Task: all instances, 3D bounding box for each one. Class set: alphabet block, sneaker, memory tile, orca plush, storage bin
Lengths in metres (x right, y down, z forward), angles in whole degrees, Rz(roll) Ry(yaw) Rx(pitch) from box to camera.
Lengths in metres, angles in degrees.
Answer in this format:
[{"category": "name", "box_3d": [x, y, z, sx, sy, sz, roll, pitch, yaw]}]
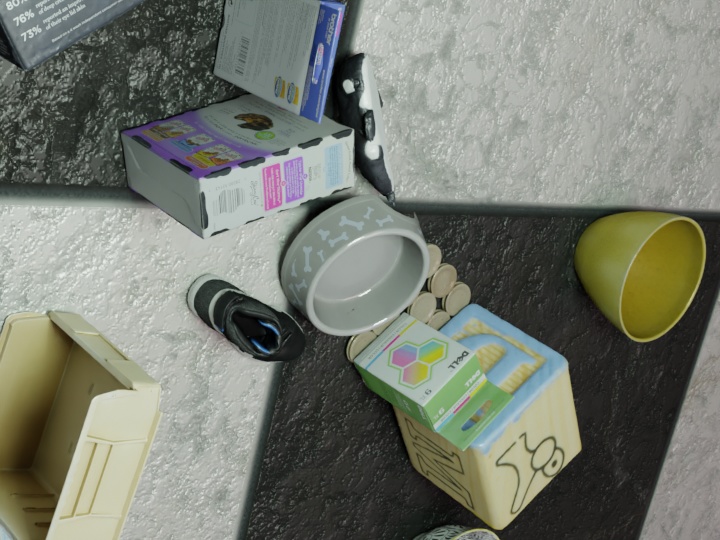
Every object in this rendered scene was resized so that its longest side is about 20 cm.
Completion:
[{"category": "alphabet block", "box_3d": [0.178, 0.206, 1.716, 0.195, 0.196, 0.202, -38, 137, -21]}, {"category": "sneaker", "box_3d": [-0.116, 0.082, 1.466, 0.199, 0.111, 0.074, 33, 89, -45]}, {"category": "memory tile", "box_3d": [0.069, 0.072, 1.693, 0.201, 0.017, 0.153, -52, 135, -9]}, {"category": "orca plush", "box_3d": [-0.007, -0.171, 1.490, 0.201, 0.070, 0.106, 71, 17, -49]}, {"category": "storage bin", "box_3d": [-0.316, 0.169, 1.270, 0.093, 0.199, 0.201, 10, 104, -45]}]

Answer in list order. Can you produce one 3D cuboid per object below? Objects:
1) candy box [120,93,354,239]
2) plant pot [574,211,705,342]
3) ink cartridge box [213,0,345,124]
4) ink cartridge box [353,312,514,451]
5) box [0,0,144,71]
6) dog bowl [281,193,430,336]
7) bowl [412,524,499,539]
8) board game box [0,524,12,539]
[{"category": "candy box", "box_3d": [-0.131, -0.122, 1.310, 0.198, 0.167, 0.072, -21, 125, -32]}, {"category": "plant pot", "box_3d": [0.416, -0.011, 1.868, 0.198, 0.141, 0.203, -20, 124, -33]}, {"category": "ink cartridge box", "box_3d": [-0.080, -0.239, 1.272, 0.042, 0.199, 0.121, -3, 114, -39]}, {"category": "ink cartridge box", "box_3d": [0.094, 0.143, 1.596, 0.104, 0.199, 0.060, -42, 133, -18]}, {"category": "box", "box_3d": [-0.307, -0.312, 1.103, 0.147, 0.104, 0.202, -36, 130, -22]}, {"category": "dog bowl", "box_3d": [0.000, 0.000, 1.525, 0.198, 0.059, 0.202, -19, 138, -18]}, {"category": "bowl", "box_3d": [0.121, 0.470, 1.884, 0.199, 0.094, 0.203, -20, 124, -33]}, {"category": "board game box", "box_3d": [-0.431, 0.276, 1.226, 0.044, 0.197, 0.201, -58, 141, -39]}]
